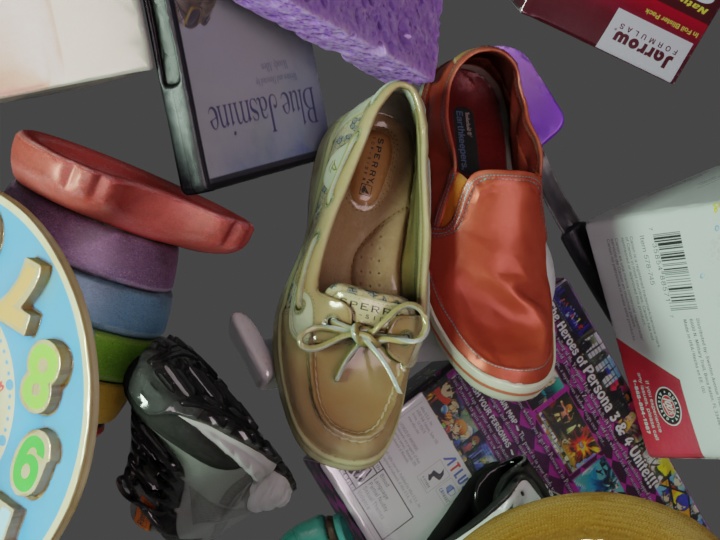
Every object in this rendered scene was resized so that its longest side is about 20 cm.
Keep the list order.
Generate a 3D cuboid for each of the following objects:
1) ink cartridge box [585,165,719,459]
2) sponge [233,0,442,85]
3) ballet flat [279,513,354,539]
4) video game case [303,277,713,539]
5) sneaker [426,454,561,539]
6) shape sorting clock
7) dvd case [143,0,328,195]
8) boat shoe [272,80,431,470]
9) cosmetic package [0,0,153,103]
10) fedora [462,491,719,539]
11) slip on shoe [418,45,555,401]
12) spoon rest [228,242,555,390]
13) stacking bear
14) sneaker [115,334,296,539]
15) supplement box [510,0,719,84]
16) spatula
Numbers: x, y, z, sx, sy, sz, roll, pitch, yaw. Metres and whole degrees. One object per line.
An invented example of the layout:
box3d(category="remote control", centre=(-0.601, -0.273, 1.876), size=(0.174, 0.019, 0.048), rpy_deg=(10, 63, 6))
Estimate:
box3d(category="ink cartridge box", centre=(0.254, 0.013, 1.091), size=(0.144, 0.199, 0.146), rpy_deg=(-20, 99, -35))
box3d(category="sponge", centre=(-0.027, -0.177, 1.024), size=(0.200, 0.030, 0.112), rpy_deg=(23, 67, -46))
box3d(category="ballet flat", centre=(0.003, 0.227, 1.095), size=(0.070, 0.067, 0.201), rpy_deg=(-28, 102, 6))
box3d(category="video game case", centre=(0.091, 0.136, 1.133), size=(0.181, 0.036, 0.201), rpy_deg=(-36, 104, -17))
box3d(category="sneaker", centre=(0.125, 0.152, 1.086), size=(0.199, 0.076, 0.116), rpy_deg=(-12, 98, -18))
box3d(category="shape sorting clock", centre=(-0.200, 0.057, 0.943), size=(0.039, 0.199, 0.202), rpy_deg=(-3, 93, -53))
box3d(category="dvd case", centre=(-0.069, -0.146, 1.025), size=(0.143, 0.017, 0.201), rpy_deg=(-23, 103, -63))
box3d(category="boat shoe", centre=(0.000, 0.000, 1.019), size=(0.073, 0.063, 0.201), rpy_deg=(9, 67, -16))
box3d(category="cosmetic package", centre=(-0.173, -0.186, 0.986), size=(0.087, 0.103, 0.201), rpy_deg=(-13, 95, -21))
box3d(category="fedora", centre=(0.109, 0.207, 0.996), size=(0.201, 0.200, 0.082), rpy_deg=(-46, 136, -14))
box3d(category="slip on shoe", centre=(0.067, -0.029, 1.058), size=(0.074, 0.061, 0.201), rpy_deg=(3, 66, -18))
box3d(category="spoon rest", centre=(0.017, 0.016, 1.090), size=(0.199, 0.061, 0.100), rpy_deg=(-21, 73, -26))
box3d(category="stacking bear", centre=(-0.156, 0.042, 0.996), size=(0.121, 0.114, 0.201), rpy_deg=(19, 96, -38))
box3d(category="sneaker", centre=(-0.085, 0.095, 0.990), size=(0.079, 0.200, 0.074), rpy_deg=(-37, 69, -7))
box3d(category="supplement box", centre=(0.172, -0.216, 1.101), size=(0.108, 0.061, 0.201), rpy_deg=(21, 111, -20))
box3d(category="spatula", centre=(0.115, -0.037, 1.145), size=(0.056, 0.021, 0.201), rpy_deg=(-34, 106, -6))
